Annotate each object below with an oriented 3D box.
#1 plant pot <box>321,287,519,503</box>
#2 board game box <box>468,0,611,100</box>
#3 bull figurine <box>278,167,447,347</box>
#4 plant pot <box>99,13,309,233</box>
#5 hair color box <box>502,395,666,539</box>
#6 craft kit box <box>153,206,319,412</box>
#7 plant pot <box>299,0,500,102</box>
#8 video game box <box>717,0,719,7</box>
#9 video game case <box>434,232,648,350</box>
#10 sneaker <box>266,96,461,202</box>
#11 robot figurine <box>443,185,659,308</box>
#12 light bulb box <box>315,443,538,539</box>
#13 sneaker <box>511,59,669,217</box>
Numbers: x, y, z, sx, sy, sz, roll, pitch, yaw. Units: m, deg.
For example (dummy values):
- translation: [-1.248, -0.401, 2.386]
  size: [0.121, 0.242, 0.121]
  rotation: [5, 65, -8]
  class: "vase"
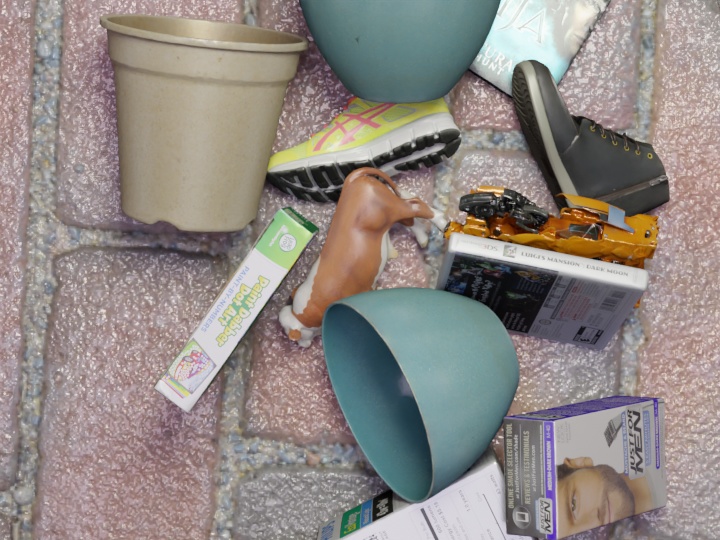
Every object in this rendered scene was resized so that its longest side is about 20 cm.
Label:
- translation: [0.070, 0.098, 1.458]
  size: [0.134, 0.200, 0.202]
  rotation: [-23, 91, -21]
  class: "plant pot"
- translation: [0.130, -0.264, 1.543]
  size: [0.199, 0.028, 0.136]
  rotation: [33, 93, 0]
  class: "board game box"
- translation: [0.000, 0.000, 1.527]
  size: [0.120, 0.065, 0.201]
  rotation: [16, 111, -17]
  class: "bull figurine"
- translation: [-0.155, -0.139, 1.487]
  size: [0.198, 0.201, 0.185]
  rotation: [7, 103, 1]
  class: "plant pot"
- translation: [0.216, 0.183, 1.477]
  size: [0.064, 0.199, 0.111]
  rotation: [0, 93, 42]
  class: "hair color box"
- translation: [-0.113, 0.031, 1.475]
  size: [0.048, 0.200, 0.198]
  rotation: [38, 93, -2]
  class: "craft kit box"
- translation: [0.037, -0.232, 1.441]
  size: [0.198, 0.200, 0.136]
  rotation: [0, 110, 1]
  class: "plant pot"
- translation: [0.387, -0.226, 1.453]
  size: [0.046, 0.200, 0.184]
  rotation: [-14, 92, 0]
  class: "video game box"
- translation: [0.162, 0.022, 1.472]
  size: [0.180, 0.200, 0.024]
  rotation: [11, 72, 1]
  class: "video game case"
- translation: [-0.002, -0.132, 1.537]
  size: [0.198, 0.078, 0.091]
  rotation: [-16, 65, 8]
  class: "sneaker"
- translation: [0.178, -0.025, 1.488]
  size: [0.198, 0.146, 0.059]
  rotation: [12, 52, 6]
  class: "robot figurine"
- translation: [0.083, 0.303, 1.517]
  size: [0.199, 0.125, 0.200]
  rotation: [-26, 92, 3]
  class: "light bulb box"
- translation: [0.223, -0.131, 1.517]
  size: [0.106, 0.075, 0.201]
  rotation: [-27, 113, -4]
  class: "sneaker"
